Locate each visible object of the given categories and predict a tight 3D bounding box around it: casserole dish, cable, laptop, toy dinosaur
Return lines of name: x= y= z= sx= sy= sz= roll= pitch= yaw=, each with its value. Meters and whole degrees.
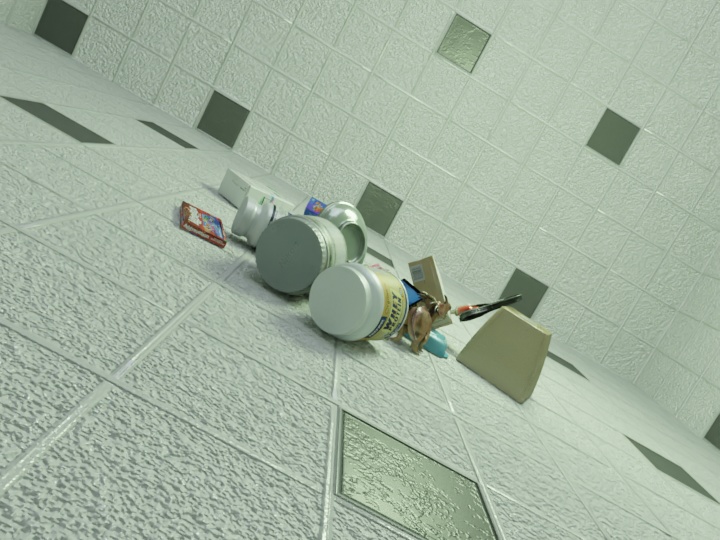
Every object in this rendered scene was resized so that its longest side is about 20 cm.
casserole dish: x=0.143 y=0.150 z=1.593 sx=0.197 sy=0.039 sz=0.121 roll=31 pitch=8 yaw=8
cable: x=0.333 y=0.091 z=1.704 sx=0.051 sy=0.197 sz=0.097 roll=69 pitch=17 yaw=11
laptop: x=0.034 y=0.044 z=1.586 sx=0.197 sy=0.105 sz=0.177 roll=28 pitch=5 yaw=-19
toy dinosaur: x=0.137 y=0.111 z=1.460 sx=0.085 sy=0.138 sz=0.200 roll=31 pitch=9 yaw=14

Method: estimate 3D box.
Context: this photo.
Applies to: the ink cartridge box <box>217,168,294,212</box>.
ink cartridge box: x=-0.330 y=-0.229 z=2.011 sx=0.144 sy=0.085 sz=0.198 roll=36 pitch=10 yaw=39

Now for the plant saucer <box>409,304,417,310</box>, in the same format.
plant saucer: x=0.087 y=0.080 z=1.774 sx=0.197 sy=0.049 sz=0.200 roll=31 pitch=8 yaw=3

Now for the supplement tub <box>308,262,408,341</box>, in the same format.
supplement tub: x=-0.002 y=0.063 z=1.233 sx=0.143 sy=0.147 sz=0.199 roll=33 pitch=9 yaw=24

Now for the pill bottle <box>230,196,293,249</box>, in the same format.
pill bottle: x=-0.205 y=-0.092 z=1.533 sx=0.197 sy=0.117 sz=0.116 roll=27 pitch=9 yaw=-20

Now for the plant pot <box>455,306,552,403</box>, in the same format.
plant pot: x=0.396 y=0.205 z=1.666 sx=0.198 sy=0.180 sz=0.199 roll=33 pitch=8 yaw=21

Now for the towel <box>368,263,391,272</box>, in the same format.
towel: x=0.000 y=0.000 z=1.719 sx=0.142 sy=0.031 sz=0.200 roll=0 pitch=3 yaw=-7

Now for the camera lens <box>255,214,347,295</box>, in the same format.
camera lens: x=-0.120 y=-0.034 z=1.332 sx=0.158 sy=0.162 sz=0.200 roll=30 pitch=8 yaw=9

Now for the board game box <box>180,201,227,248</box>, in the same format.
board game box: x=-0.356 y=-0.106 z=1.432 sx=0.101 sy=0.020 sz=0.200 roll=26 pitch=10 yaw=-23

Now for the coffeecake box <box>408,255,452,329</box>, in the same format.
coffeecake box: x=0.191 y=0.066 z=1.714 sx=0.200 sy=0.071 sz=0.157 roll=47 pitch=28 yaw=-72

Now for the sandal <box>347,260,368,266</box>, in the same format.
sandal: x=-0.078 y=-0.013 z=1.465 sx=0.195 sy=0.055 sz=0.080 roll=2 pitch=9 yaw=7

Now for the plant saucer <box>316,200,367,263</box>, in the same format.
plant saucer: x=-0.039 y=-0.066 z=1.549 sx=0.050 sy=0.205 sz=0.198 roll=7 pitch=-10 yaw=43

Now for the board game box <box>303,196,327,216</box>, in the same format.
board game box: x=-0.112 y=-0.120 z=1.886 sx=0.133 sy=0.045 sz=0.201 roll=30 pitch=-29 yaw=0
